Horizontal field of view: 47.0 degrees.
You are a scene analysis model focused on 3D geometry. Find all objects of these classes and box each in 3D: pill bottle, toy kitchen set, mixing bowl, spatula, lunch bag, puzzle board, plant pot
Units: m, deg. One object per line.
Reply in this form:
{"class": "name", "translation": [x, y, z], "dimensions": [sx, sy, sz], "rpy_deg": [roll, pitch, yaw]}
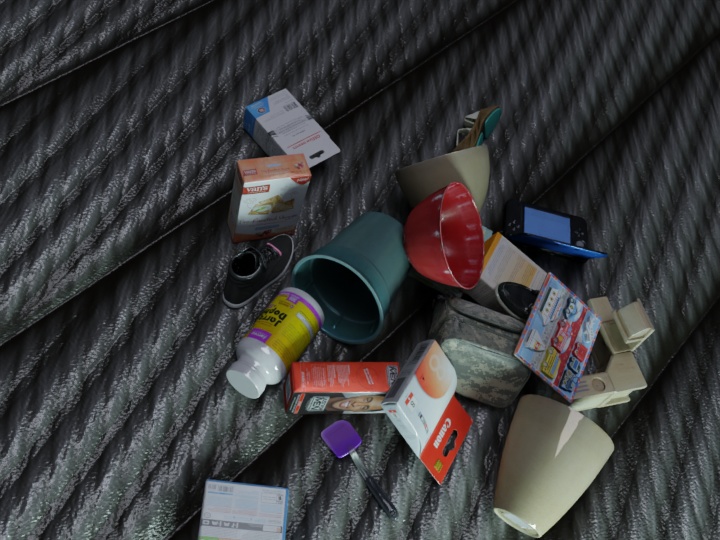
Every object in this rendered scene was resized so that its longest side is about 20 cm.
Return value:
{"class": "pill bottle", "translation": [-0.156, 0.132, 1.501], "dimensions": [0.103, 0.105, 0.201], "rpy_deg": [32, 55, 6]}
{"class": "toy kitchen set", "translation": [0.458, 0.147, 1.630], "dimensions": [0.178, 0.164, 0.202], "rpy_deg": [-7, 60, -19]}
{"class": "mixing bowl", "translation": [0.150, -0.059, 1.580], "dimensions": [0.107, 0.201, 0.202], "rpy_deg": [-8, 48, 31]}
{"class": "spatula", "translation": [0.006, 0.352, 1.458], "dimensions": [0.056, 0.021, 0.201], "rpy_deg": [-32, 73, -17]}
{"class": "lunch bag", "translation": [0.224, 0.140, 1.592], "dimensions": [0.197, 0.140, 0.169], "rpy_deg": [19, 38, -5]}
{"class": "puzzle board", "translation": [0.375, 0.123, 1.554], "dimensions": [0.150, 0.017, 0.201], "rpy_deg": [40, 57, -14]}
{"class": "plant pot", "translation": [0.180, -0.164, 1.701], "dimensions": [0.198, 0.200, 0.137], "rpy_deg": [-17, 94, -24]}
{"class": "plant pot", "translation": [0.000, 0.000, 1.588], "dimensions": [0.199, 0.201, 0.196], "rpy_deg": [33, 48, 7]}
{"class": "plant pot", "translation": [0.319, 0.357, 1.466], "dimensions": [0.186, 0.188, 0.201], "rpy_deg": [32, 69, 6]}

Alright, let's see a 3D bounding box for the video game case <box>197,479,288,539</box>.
{"class": "video game case", "translation": [-0.194, 0.447, 1.345], "dimensions": [0.141, 0.018, 0.203], "rpy_deg": [9, 56, -11]}

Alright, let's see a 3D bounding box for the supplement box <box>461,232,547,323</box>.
{"class": "supplement box", "translation": [0.312, 0.038, 1.687], "dimensions": [0.199, 0.073, 0.127], "rpy_deg": [40, 55, -6]}

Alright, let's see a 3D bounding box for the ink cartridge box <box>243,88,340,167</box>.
{"class": "ink cartridge box", "translation": [-0.149, -0.285, 1.789], "dimensions": [0.115, 0.068, 0.200], "rpy_deg": [-31, 71, -29]}

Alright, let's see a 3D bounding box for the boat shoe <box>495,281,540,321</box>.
{"class": "boat shoe", "translation": [0.355, 0.072, 1.608], "dimensions": [0.198, 0.066, 0.075], "rpy_deg": [34, 55, -12]}

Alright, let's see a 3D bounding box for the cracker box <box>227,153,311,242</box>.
{"class": "cracker box", "translation": [-0.180, -0.138, 1.607], "dimensions": [0.132, 0.201, 0.058], "rpy_deg": [-10, 61, -20]}

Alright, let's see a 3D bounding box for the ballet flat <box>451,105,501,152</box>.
{"class": "ballet flat", "translation": [0.266, -0.325, 1.944], "dimensions": [0.071, 0.068, 0.201], "rpy_deg": [18, 57, 20]}

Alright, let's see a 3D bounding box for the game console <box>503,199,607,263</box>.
{"class": "game console", "translation": [0.422, -0.093, 1.799], "dimensions": [0.197, 0.119, 0.173], "rpy_deg": [14, 56, -7]}

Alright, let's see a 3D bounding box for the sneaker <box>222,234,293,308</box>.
{"class": "sneaker", "translation": [-0.187, -0.020, 1.593], "dimensions": [0.070, 0.100, 0.200], "rpy_deg": [35, 55, 10]}

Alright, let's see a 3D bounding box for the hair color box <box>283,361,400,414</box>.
{"class": "hair color box", "translation": [-0.033, 0.211, 1.488], "dimensions": [0.197, 0.102, 0.062], "rpy_deg": [1, 58, -14]}

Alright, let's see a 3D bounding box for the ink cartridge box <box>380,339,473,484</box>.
{"class": "ink cartridge box", "translation": [0.135, 0.252, 1.476], "dimensions": [0.201, 0.050, 0.163], "rpy_deg": [53, 48, -17]}

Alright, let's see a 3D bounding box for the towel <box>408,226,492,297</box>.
{"class": "towel", "translation": [0.173, -0.047, 1.743], "dimensions": [0.170, 0.048, 0.201], "rpy_deg": [28, 55, 2]}
